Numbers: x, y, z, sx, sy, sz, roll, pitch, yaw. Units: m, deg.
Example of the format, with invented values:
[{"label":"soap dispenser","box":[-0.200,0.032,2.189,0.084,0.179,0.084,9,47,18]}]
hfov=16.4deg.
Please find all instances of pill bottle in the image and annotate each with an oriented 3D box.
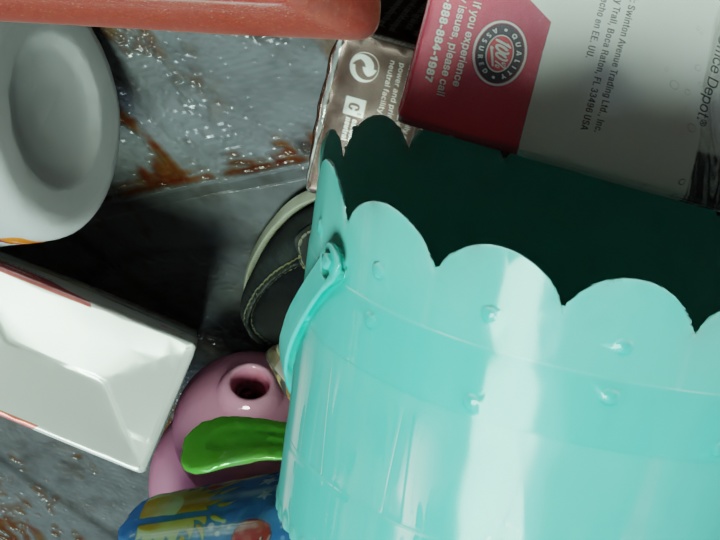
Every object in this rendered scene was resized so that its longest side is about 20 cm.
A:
[{"label":"pill bottle","box":[-0.218,-0.062,1.125,0.199,0.113,0.113,-5,137,28]}]

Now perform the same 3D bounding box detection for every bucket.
[{"label":"bucket","box":[0.068,0.038,0.878,0.206,0.207,0.136,15,106,5]}]

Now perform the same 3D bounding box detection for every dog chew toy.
[{"label":"dog chew toy","box":[-0.054,0.115,1.270,0.124,0.125,0.201,12,142,9]}]

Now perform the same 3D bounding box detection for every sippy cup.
[{"label":"sippy cup","box":[-0.043,0.151,1.155,0.129,0.179,0.140,-3,-177,11]}]

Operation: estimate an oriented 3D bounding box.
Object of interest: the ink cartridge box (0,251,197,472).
[{"label":"ink cartridge box","box":[-0.143,0.040,1.216,0.116,0.068,0.200,22,179,-4]}]

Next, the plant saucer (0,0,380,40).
[{"label":"plant saucer","box":[-0.094,-0.181,0.905,0.198,0.037,0.201,5,110,18]}]

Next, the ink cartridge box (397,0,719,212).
[{"label":"ink cartridge box","box":[0.129,-0.102,0.892,0.199,0.084,0.146,16,105,5]}]

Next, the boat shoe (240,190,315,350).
[{"label":"boat shoe","box":[0.000,0.000,1.149,0.072,0.068,0.200,34,144,-20]}]

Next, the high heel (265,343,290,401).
[{"label":"high heel","box":[0.048,0.091,1.093,0.199,0.071,0.143,10,139,45]}]

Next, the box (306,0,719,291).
[{"label":"box","box":[0.086,-0.049,1.005,0.199,0.100,0.075,15,107,6]}]
